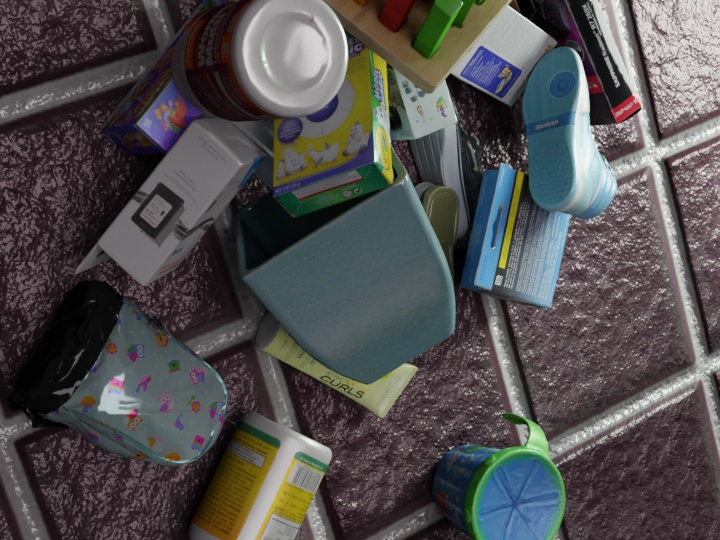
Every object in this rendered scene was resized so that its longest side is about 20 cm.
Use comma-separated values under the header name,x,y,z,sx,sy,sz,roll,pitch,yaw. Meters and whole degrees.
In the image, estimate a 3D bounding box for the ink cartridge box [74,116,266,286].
name,x,y,z,sx,sy,sz,roll,pitch,yaw
ink cartridge box,-0.190,-0.058,1.236,0.067,0.116,0.200,41,103,0

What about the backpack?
name,x,y,z,sx,sy,sz,roll,pitch,yaw
backpack,-0.238,0.124,1.265,0.200,0.126,0.168,38,73,-28

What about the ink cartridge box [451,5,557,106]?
name,x,y,z,sx,sy,sz,roll,pitch,yaw
ink cartridge box,0.153,-0.251,1.386,0.095,0.037,0.199,-54,156,14

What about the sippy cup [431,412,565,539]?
name,x,y,z,sx,sy,sz,roll,pitch,yaw
sippy cup,0.157,0.270,1.479,0.177,0.130,0.141,-33,109,-21

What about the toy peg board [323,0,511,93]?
name,x,y,z,sx,sy,sz,roll,pitch,yaw
toy peg board,0.060,-0.322,1.222,0.199,0.098,0.200,39,64,2

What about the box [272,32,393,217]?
name,x,y,z,sx,sy,sz,roll,pitch,yaw
box,-0.030,-0.162,1.236,0.048,0.116,0.202,46,34,-48

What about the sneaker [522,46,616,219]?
name,x,y,z,sx,sy,sz,roll,pitch,yaw
sneaker,0.254,-0.154,1.455,0.130,0.079,0.202,20,71,-51

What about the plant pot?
name,x,y,z,sx,sy,sz,roll,pitch,yaw
plant pot,0.000,0.000,1.312,0.195,0.196,0.201,-31,112,5

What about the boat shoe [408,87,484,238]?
name,x,y,z,sx,sy,sz,roll,pitch,yaw
boat shoe,0.108,-0.140,1.464,0.071,0.072,0.202,-25,116,-32

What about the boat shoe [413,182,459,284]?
name,x,y,z,sx,sy,sz,roll,pitch,yaw
boat shoe,0.067,-0.003,1.446,0.074,0.068,0.202,9,95,-37

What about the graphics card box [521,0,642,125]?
name,x,y,z,sx,sy,sz,roll,pitch,yaw
graphics card box,0.253,-0.272,1.489,0.051,0.125,0.201,-33,109,-21

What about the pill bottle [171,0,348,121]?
name,x,y,z,sx,sy,sz,roll,pitch,yaw
pill bottle,-0.100,-0.192,1.118,0.109,0.199,0.111,-3,96,-28

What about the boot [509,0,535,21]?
name,x,y,z,sx,sy,sz,roll,pitch,yaw
boot,0.143,-0.346,1.412,0.200,0.075,0.074,44,65,-49

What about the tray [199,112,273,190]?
name,x,y,z,sx,sy,sz,roll,pitch,yaw
tray,-0.096,-0.160,1.302,0.107,0.022,0.200,-40,68,-19

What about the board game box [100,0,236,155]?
name,x,y,z,sx,sy,sz,roll,pitch,yaw
board game box,-0.174,-0.211,1.266,0.045,0.134,0.201,42,75,-24

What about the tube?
name,x,y,z,sx,sy,sz,roll,pitch,yaw
tube,-0.027,0.105,1.416,0.199,0.058,0.052,29,55,-29

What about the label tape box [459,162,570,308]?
name,x,y,z,sx,sy,sz,roll,pitch,yaw
label tape box,0.173,-0.042,1.457,0.199,0.063,0.146,16,86,-54

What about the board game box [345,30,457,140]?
name,x,y,z,sx,sy,sz,roll,pitch,yaw
board game box,0.022,-0.249,1.359,0.064,0.147,0.202,-24,104,-21

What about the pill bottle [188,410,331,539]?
name,x,y,z,sx,sy,sz,roll,pitch,yaw
pill bottle,-0.120,0.267,1.345,0.112,0.112,0.202,29,81,-26
